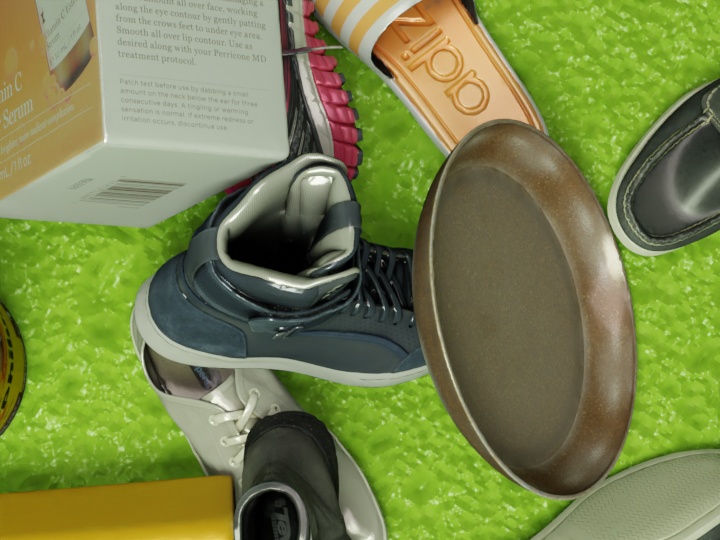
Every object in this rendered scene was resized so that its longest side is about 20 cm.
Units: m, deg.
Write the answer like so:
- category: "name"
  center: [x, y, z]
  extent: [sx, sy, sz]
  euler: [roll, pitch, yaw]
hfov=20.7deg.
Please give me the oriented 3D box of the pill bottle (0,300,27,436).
- category: "pill bottle"
  center: [-0.233, 0.046, 0.995]
  extent: [0.108, 0.200, 0.110]
  euler: [0, 85, -2]

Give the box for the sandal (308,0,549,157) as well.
- category: "sandal"
  center: [0.036, -0.135, 1.094]
  extent: [0.079, 0.059, 0.207]
  euler: [-41, 87, -6]

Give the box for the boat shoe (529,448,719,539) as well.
- category: "boat shoe"
  center: [0.137, 0.166, 1.075]
  extent: [0.199, 0.072, 0.068]
  euler: [-33, 124, -12]

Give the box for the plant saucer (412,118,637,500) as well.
- category: "plant saucer"
  center: [0.084, 0.022, 1.037]
  extent: [0.032, 0.199, 0.202]
  euler: [-13, 84, 34]

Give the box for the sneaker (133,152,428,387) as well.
- category: "sneaker"
  center: [0.000, 0.002, 1.014]
  extent: [0.200, 0.146, 0.078]
  euler: [-1, 67, -26]

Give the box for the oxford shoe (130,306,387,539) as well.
- category: "oxford shoe"
  center: [-0.058, 0.090, 1.070]
  extent: [0.075, 0.058, 0.201]
  euler: [-36, 88, -7]

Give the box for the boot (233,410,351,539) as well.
- category: "boot"
  center: [-0.029, 0.183, 1.003]
  extent: [0.069, 0.132, 0.202]
  euler: [-16, 106, 7]

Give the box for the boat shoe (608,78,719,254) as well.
- category: "boat shoe"
  center: [0.221, -0.083, 1.086]
  extent: [0.199, 0.068, 0.072]
  euler: [-36, 88, -4]

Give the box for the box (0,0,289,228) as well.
- category: "box"
  center: [-0.125, -0.138, 1.006]
  extent: [0.106, 0.152, 0.202]
  euler: [2, 76, -34]

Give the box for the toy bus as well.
- category: "toy bus"
  center: [-0.163, 0.161, 1.039]
  extent: [0.198, 0.065, 0.079]
  euler: [-4, 117, -3]

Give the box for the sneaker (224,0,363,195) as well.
- category: "sneaker"
  center: [-0.064, -0.135, 1.073]
  extent: [0.074, 0.081, 0.202]
  euler: [-19, 85, -19]
